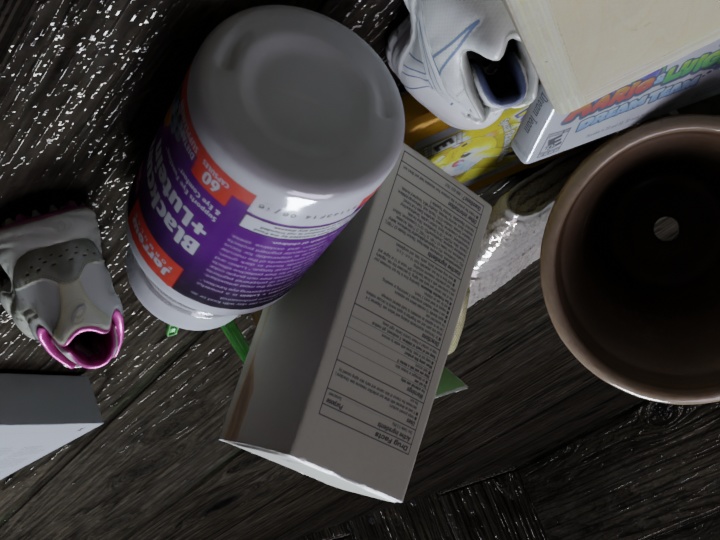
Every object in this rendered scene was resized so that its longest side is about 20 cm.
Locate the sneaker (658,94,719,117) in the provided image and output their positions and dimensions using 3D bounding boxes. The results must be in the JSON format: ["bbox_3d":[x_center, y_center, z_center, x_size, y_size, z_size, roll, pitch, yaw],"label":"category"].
[{"bbox_3d":[0.308,-0.146,0.893,0.200,0.067,0.090,-22,169,10],"label":"sneaker"}]

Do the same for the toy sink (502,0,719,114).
[{"bbox_3d":[0.083,-0.163,0.432,0.112,0.131,0.200,-26,163,11],"label":"toy sink"}]

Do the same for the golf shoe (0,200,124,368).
[{"bbox_3d":[-0.187,0.030,0.761,0.075,0.092,0.200,-20,165,-12],"label":"golf shoe"}]

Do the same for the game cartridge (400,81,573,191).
[{"bbox_3d":[0.101,-0.103,0.823,0.200,0.032,0.176,-22,164,-1],"label":"game cartridge"}]

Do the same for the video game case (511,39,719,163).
[{"bbox_3d":[0.201,-0.153,0.730,0.200,0.024,0.182,-21,155,-24],"label":"video game case"}]

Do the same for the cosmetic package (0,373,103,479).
[{"bbox_3d":[-0.332,0.136,0.973,0.151,0.052,0.200,-26,164,20],"label":"cosmetic package"}]

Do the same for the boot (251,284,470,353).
[{"bbox_3d":[0.000,0.000,0.828,0.155,0.200,0.073,-26,-153,-31],"label":"boot"}]

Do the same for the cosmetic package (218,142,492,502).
[{"bbox_3d":[0.000,0.029,0.733,0.071,0.200,0.105,3,158,47],"label":"cosmetic package"}]

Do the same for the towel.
[{"bbox_3d":[0.136,-0.036,0.947,0.200,0.034,0.133,-32,160,-47],"label":"towel"}]

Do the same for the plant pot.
[{"bbox_3d":[0.235,-0.017,0.885,0.200,0.201,0.175,-26,-176,12],"label":"plant pot"}]

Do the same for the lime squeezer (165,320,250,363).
[{"bbox_3d":[-0.117,0.027,0.899,0.038,0.071,0.200,-33,-161,-21],"label":"lime squeezer"}]

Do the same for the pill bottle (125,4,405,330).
[{"bbox_3d":[-0.065,-0.043,0.650,0.111,0.112,0.200,-13,161,-30],"label":"pill bottle"}]

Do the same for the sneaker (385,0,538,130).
[{"bbox_3d":[0.058,-0.112,0.637,0.074,0.087,0.200,-24,164,2],"label":"sneaker"}]

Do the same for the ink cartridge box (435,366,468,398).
[{"bbox_3d":[-0.003,0.107,1.125,0.145,0.048,0.200,-17,-153,-17],"label":"ink cartridge box"}]
